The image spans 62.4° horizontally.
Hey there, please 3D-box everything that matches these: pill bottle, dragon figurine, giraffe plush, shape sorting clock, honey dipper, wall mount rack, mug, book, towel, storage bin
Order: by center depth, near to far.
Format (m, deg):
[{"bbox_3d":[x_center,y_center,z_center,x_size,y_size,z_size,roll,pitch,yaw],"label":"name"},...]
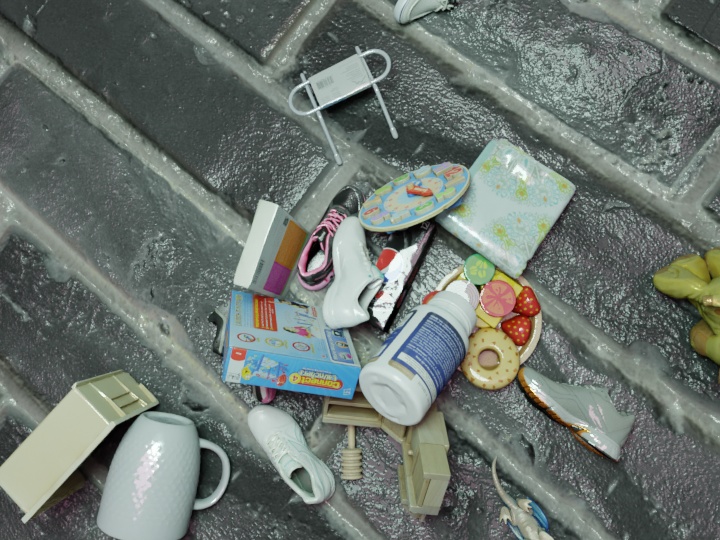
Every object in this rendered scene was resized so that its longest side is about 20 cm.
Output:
[{"bbox_3d":[0.095,0.124,0.896,0.110,0.112,0.200,37,54,11],"label":"pill bottle"},{"bbox_3d":[0.561,0.074,0.906,0.170,0.200,0.164,-16,109,2],"label":"giraffe plush"},{"bbox_3d":[0.262,0.397,0.937,0.059,0.099,0.201,-39,59,2],"label":"dragon figurine"},{"bbox_3d":[0.087,-0.126,0.986,0.197,0.201,0.040,-20,117,5],"label":"shape sorting clock"},{"bbox_3d":[-0.143,-0.024,0.987,0.047,0.200,0.136,17,84,9],"label":"book"},{"bbox_3d":[-0.463,0.278,0.990,0.094,0.199,0.200,42,89,3],"label":"storage bin"},{"bbox_3d":[-0.317,0.339,0.996,0.197,0.147,0.178,15,85,-23],"label":"mug"},{"bbox_3d":[0.245,-0.111,1.001,0.170,0.048,0.201,35,74,12],"label":"towel"},{"bbox_3d":[-0.018,0.247,1.012,0.037,0.038,0.203,-4,80,7],"label":"honey dipper"},{"bbox_3d":[-0.022,-0.303,1.080,0.198,0.075,0.176,-24,75,4],"label":"wall mount rack"}]

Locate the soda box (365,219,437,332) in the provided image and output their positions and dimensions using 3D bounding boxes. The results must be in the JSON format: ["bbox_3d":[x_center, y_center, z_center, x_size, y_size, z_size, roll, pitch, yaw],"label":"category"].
[{"bbox_3d":[0.060,0.002,1.019,0.063,0.071,0.202,25,85,14],"label":"soda box"}]

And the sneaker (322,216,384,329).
[{"bbox_3d":[0.000,0.000,0.973,0.087,0.075,0.203,-8,59,29],"label":"sneaker"}]

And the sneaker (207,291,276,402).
[{"bbox_3d":[-0.210,0.142,1.038,0.086,0.074,0.202,-24,74,4],"label":"sneaker"}]

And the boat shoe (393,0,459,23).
[{"bbox_3d":[0.151,-0.514,1.088,0.199,0.071,0.070,-40,76,-6],"label":"boat shoe"}]

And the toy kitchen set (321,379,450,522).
[{"bbox_3d":[0.026,0.288,0.919,0.177,0.201,0.165,7,119,-6],"label":"toy kitchen set"}]

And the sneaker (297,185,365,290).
[{"bbox_3d":[-0.052,-0.062,1.034,0.078,0.095,0.202,25,84,13],"label":"sneaker"}]

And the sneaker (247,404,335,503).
[{"bbox_3d":[-0.120,0.305,0.997,0.070,0.080,0.200,-46,77,1],"label":"sneaker"}]

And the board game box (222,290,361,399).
[{"bbox_3d":[-0.113,0.112,0.932,0.193,0.200,0.057,11,108,-15],"label":"board game box"}]

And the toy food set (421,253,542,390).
[{"bbox_3d":[0.204,0.081,0.999,0.197,0.049,0.201,36,88,12],"label":"toy food set"}]

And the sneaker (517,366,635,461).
[{"bbox_3d":[0.345,0.209,0.954,0.199,0.076,0.092,38,81,4],"label":"sneaker"}]
